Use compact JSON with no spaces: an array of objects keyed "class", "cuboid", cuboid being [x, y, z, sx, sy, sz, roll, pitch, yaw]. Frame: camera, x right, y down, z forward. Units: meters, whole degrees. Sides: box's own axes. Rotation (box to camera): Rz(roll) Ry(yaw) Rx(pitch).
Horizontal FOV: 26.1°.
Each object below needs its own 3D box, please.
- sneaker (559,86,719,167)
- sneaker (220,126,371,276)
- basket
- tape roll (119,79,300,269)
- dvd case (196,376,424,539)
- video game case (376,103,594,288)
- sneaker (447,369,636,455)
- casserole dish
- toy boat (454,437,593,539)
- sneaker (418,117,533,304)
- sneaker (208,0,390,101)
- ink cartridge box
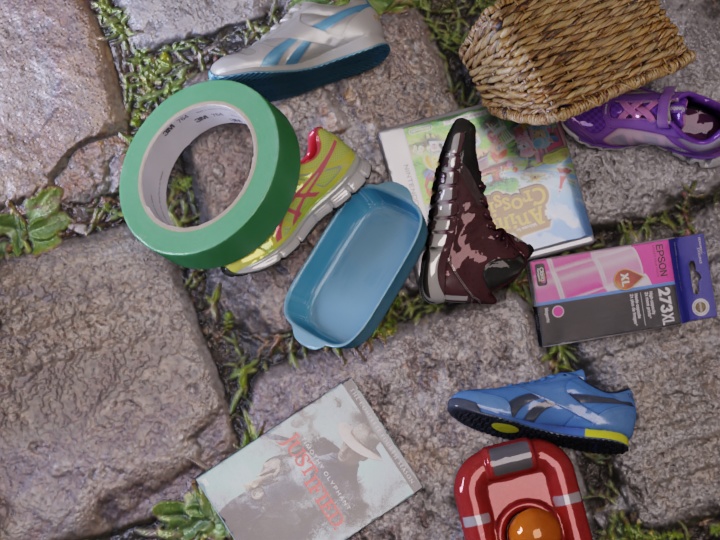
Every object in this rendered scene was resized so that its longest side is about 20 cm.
[{"class":"sneaker","cuboid":[0.318,-0.168,1.684,0.200,0.088,0.081,10,83,2]},{"class":"sneaker","cuboid":[-0.085,-0.075,1.664,0.200,0.078,0.090,-45,109,-16]},{"class":"basket","cuboid":[0.225,-0.223,1.659,0.200,0.143,0.149,-26,79,-21]},{"class":"tape roll","cuboid":[-0.161,-0.102,1.646,0.200,0.048,0.201,-11,66,25]},{"class":"dvd case","cuboid":[-0.054,0.227,1.656,0.200,0.022,0.146,-32,83,-6]},{"class":"video game case","cuboid":[0.137,-0.091,1.705,0.200,0.022,0.182,-15,82,-3]},{"class":"sneaker","cuboid":[0.194,0.141,1.653,0.200,0.066,0.079,9,70,1]},{"class":"casserole dish","cuboid":[0.000,0.000,1.657,0.121,0.039,0.200,27,84,42]},{"class":"toy boat","cuboid":[0.175,0.272,1.595,0.130,0.131,0.200,-14,82,-2]},{"class":"sneaker","cuboid":[0.132,-0.057,1.660,0.115,0.076,0.200,9,92,-3]},{"class":"sneaker","cuboid":[-0.073,-0.243,1.707,0.200,0.077,0.081,-16,73,-9]},{"class":"ink cartridge box","cuboid":[0.284,0.021,1.678,0.200,0.037,0.095,-9,90,-3]}]
